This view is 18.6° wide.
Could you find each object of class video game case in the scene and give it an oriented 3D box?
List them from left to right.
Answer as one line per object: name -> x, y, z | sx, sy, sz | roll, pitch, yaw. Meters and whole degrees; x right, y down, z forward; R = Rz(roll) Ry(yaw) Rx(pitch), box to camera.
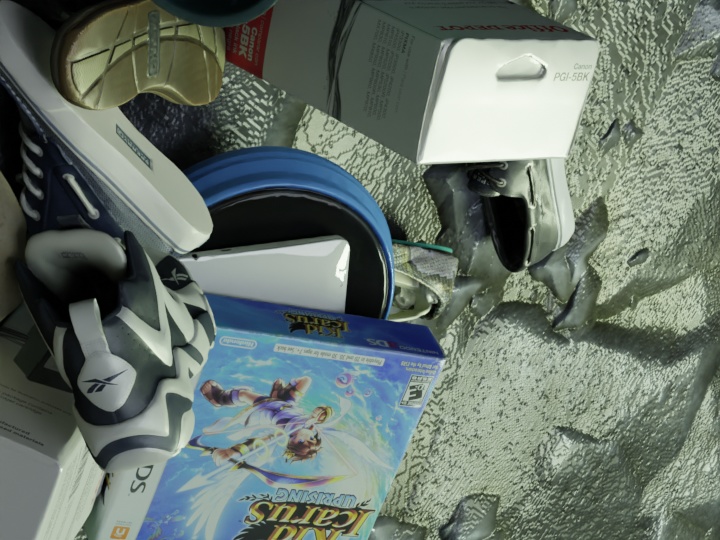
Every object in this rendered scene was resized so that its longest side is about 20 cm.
video game case -> -0.065, 0.110, 1.462 | 0.199, 0.046, 0.182 | 9, 119, -27

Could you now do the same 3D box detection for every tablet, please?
tablet -> -0.074, 0.069, 1.468 | 0.129, 0.014, 0.201 | -7, 124, -17

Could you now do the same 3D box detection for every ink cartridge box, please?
ink cartridge box -> -0.205, 0.116, 1.323 | 0.200, 0.084, 0.146 | -64, 176, -67
ink cartridge box -> 0.030, -0.140, 1.409 | 0.146, 0.200, 0.083 | -4, 116, -42

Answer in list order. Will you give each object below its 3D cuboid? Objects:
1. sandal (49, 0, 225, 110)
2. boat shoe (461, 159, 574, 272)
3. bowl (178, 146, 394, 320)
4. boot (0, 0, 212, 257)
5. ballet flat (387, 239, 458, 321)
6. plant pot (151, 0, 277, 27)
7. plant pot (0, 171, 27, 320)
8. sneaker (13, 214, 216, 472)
sandal -> -0.139, -0.138, 1.341 | 0.200, 0.054, 0.081 | -21, 119, -62
boat shoe -> 0.106, -0.075, 1.626 | 0.066, 0.070, 0.200 | -42, 143, -20
bowl -> -0.070, 0.015, 1.466 | 0.200, 0.039, 0.201 | -10, 125, -15
boot -> -0.185, -0.067, 1.340 | 0.090, 0.073, 0.200 | -32, 117, 17
ballet flat -> 0.000, 0.000, 1.551 | 0.200, 0.072, 0.072 | 17, 100, -49
plant pot -> -0.038, -0.266, 1.294 | 0.196, 0.200, 0.201 | -28, 130, -41
plant pot -> -0.287, 0.008, 1.209 | 0.183, 0.200, 0.201 | -36, 134, -39
sneaker -> -0.140, 0.008, 1.249 | 0.079, 0.199, 0.130 | -11, 120, 11
